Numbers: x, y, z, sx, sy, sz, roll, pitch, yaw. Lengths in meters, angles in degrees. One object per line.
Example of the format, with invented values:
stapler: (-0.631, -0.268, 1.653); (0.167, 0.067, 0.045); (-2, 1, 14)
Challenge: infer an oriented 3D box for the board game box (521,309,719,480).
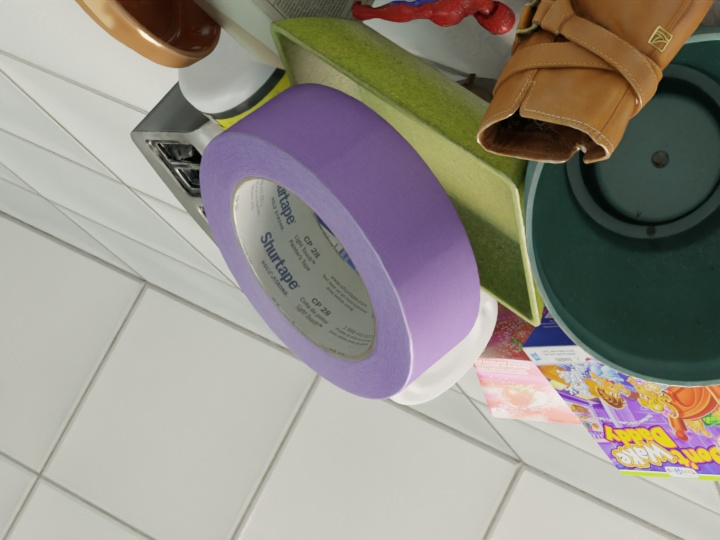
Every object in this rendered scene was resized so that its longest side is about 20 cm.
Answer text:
board game box: (0.219, 0.079, 1.006); (0.135, 0.045, 0.199); (50, 151, -21)

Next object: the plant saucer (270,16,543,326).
plant saucer: (0.046, -0.074, 0.985); (0.199, 0.048, 0.200); (36, 165, 24)

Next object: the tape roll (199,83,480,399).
tape roll: (-0.016, -0.017, 0.979); (0.200, 0.066, 0.201); (37, 149, 27)

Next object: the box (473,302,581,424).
box: (0.195, 0.057, 1.172); (0.198, 0.103, 0.095); (4, 147, 20)

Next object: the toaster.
toaster: (-0.098, -0.104, 1.395); (0.199, 0.119, 0.181); (10, 142, 56)

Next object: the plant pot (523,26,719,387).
plant pot: (0.184, -0.051, 0.883); (0.199, 0.201, 0.134); (31, -164, -13)

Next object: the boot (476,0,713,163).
boot: (0.099, -0.126, 0.769); (0.073, 0.156, 0.200); (31, 170, -19)

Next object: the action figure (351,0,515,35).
action figure: (0.004, -0.198, 0.935); (0.199, 0.066, 0.099); (32, 163, -12)

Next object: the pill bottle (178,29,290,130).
pill bottle: (-0.045, -0.133, 1.236); (0.112, 0.113, 0.200); (17, 164, 48)

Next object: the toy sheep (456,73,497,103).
toy sheep: (0.099, -0.068, 1.124); (0.137, 0.138, 0.200); (22, 158, 31)

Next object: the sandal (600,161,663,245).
sandal: (0.183, -0.048, 1.040); (0.081, 0.055, 0.199); (5, -165, 34)

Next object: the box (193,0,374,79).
box: (-0.077, -0.218, 0.971); (0.077, 0.095, 0.200); (20, 165, 42)

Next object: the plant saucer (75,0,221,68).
plant saucer: (-0.161, -0.220, 0.981); (0.201, 0.032, 0.201); (51, -157, -31)

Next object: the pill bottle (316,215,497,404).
pill bottle: (0.000, 0.000, 1.149); (0.200, 0.112, 0.112); (42, 179, 34)
